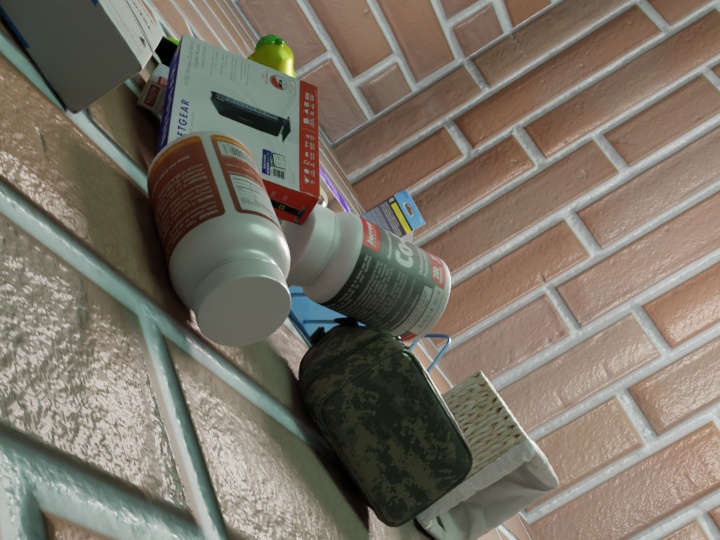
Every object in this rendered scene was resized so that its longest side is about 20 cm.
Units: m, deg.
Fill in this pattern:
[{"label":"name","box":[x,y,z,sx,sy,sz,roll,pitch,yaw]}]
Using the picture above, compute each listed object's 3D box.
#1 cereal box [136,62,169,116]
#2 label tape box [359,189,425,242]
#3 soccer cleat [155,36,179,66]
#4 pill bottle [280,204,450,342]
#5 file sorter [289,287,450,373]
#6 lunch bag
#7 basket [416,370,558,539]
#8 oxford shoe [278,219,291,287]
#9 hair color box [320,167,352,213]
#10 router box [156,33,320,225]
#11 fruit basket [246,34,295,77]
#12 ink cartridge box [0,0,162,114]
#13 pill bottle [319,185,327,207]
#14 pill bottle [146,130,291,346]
[{"label":"cereal box","box":[-0.176,-0.191,1.192,0.198,0.040,0.144,25,15,-14]},{"label":"label tape box","box":[0.083,-0.123,2.737,0.144,0.199,0.066,63,5,32]},{"label":"soccer cleat","box":[-0.237,-0.246,1.331,0.081,0.067,0.201,16,40,-58]},{"label":"pill bottle","box":[0.000,0.000,1.129,0.199,0.114,0.114,26,23,-28]},{"label":"file sorter","box":[0.013,0.063,1.288,0.122,0.139,0.201,-3,-53,49]},{"label":"lunch bag","box":[0.017,0.165,1.098,0.201,0.139,0.168,58,-11,-18]},{"label":"basket","box":[0.162,0.282,1.400,0.162,0.199,0.198,60,5,33]},{"label":"oxford shoe","box":[-0.114,-0.030,1.273,0.201,0.074,0.058,-110,-156,-53]},{"label":"hair color box","box":[-0.081,-0.099,1.655,0.200,0.109,0.065,52,9,-50]},{"label":"router box","box":[-0.136,-0.162,1.084,0.178,0.049,0.202,18,45,-23]},{"label":"fruit basket","box":[-0.167,-0.271,1.530,0.216,0.154,0.218,161,-90,-86]},{"label":"ink cartridge box","box":[-0.270,-0.252,0.908,0.147,0.084,0.200,57,7,-22]},{"label":"pill bottle","box":[-0.141,-0.155,1.418,0.201,0.109,0.109,57,6,-23]},{"label":"pill bottle","box":[-0.129,-0.030,0.879,0.112,0.111,0.201,53,9,-46]}]
